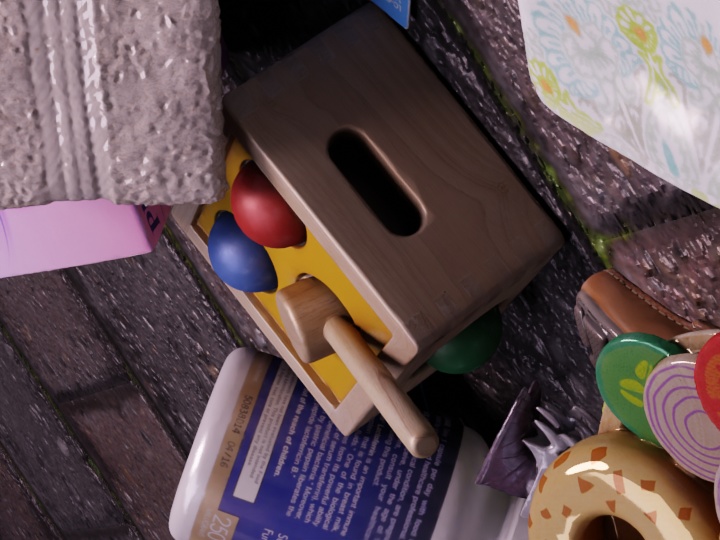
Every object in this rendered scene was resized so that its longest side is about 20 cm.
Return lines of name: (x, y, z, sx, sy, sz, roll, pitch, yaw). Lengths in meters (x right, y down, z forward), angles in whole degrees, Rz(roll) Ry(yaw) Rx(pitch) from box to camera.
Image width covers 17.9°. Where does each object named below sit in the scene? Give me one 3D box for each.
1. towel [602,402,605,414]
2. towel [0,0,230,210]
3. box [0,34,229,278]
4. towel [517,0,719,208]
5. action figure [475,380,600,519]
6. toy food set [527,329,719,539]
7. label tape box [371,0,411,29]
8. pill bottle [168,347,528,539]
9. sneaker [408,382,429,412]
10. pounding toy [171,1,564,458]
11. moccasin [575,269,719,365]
towel: (0.183, 0.160, 1.169, 0.200, 0.023, 0.144, 48, 157, 16)
towel: (-0.128, -0.118, 1.052, 0.034, 0.132, 0.200, -89, -2, -61)
box: (-0.157, -0.128, 1.192, 0.097, 0.200, 0.176, -9, 123, 17)
towel: (0.122, -0.113, 0.882, 0.171, 0.048, 0.200, 35, 150, 36)
action figure: (0.151, 0.120, 1.024, 0.200, 0.130, 0.069, 27, 111, 8)
toy food set: (0.155, 0.112, 0.888, 0.200, 0.049, 0.198, 48, 141, 27)
label tape box: (-0.045, -0.205, 1.057, 0.143, 0.066, 0.200, 41, 152, 29)
pill bottle: (0.004, 0.126, 1.261, 0.200, 0.116, 0.116, 19, 152, 0)
sneaker: (0.004, 0.099, 1.365, 0.078, 0.066, 0.200, 49, 156, 30)
pounding toy: (0.000, 0.000, 1.148, 0.200, 0.142, 0.184, 52, 157, 8)
moccasin: (0.178, 0.056, 0.962, 0.201, 0.078, 0.074, 31, 161, 33)
